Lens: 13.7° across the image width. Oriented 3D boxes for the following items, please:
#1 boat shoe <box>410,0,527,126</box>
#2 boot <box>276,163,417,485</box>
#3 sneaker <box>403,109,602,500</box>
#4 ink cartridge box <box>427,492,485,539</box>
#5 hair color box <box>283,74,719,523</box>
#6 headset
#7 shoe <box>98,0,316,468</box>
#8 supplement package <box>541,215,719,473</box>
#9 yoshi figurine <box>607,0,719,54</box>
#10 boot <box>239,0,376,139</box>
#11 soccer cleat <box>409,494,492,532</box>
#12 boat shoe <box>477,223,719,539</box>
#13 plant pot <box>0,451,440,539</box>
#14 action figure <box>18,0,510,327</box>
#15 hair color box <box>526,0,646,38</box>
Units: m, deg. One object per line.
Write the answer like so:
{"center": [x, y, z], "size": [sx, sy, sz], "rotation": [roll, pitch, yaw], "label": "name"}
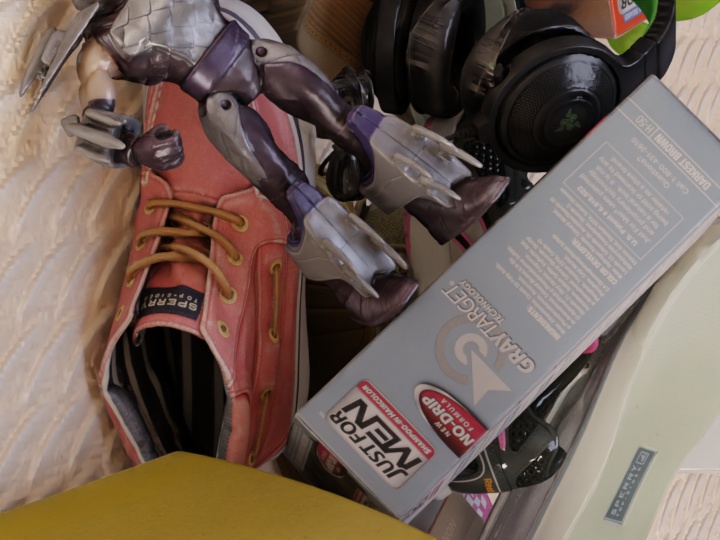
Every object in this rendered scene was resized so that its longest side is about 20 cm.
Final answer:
{"center": [0.045, -0.127, 1.464], "size": [0.199, 0.074, 0.066], "rotation": [60, 22, -57], "label": "boat shoe"}
{"center": [0.000, 0.000, 1.357], "size": [0.155, 0.072, 0.200], "rotation": [-66, 151, -45], "label": "boot"}
{"center": [0.066, 0.012, 1.313], "size": [0.080, 0.086, 0.200], "rotation": [57, 37, -62], "label": "sneaker"}
{"center": [0.047, 0.228, 1.344], "size": [0.176, 0.045, 0.200], "rotation": [47, 48, -19], "label": "ink cartridge box"}
{"center": [0.061, 0.019, 1.213], "size": [0.200, 0.061, 0.099], "rotation": [-44, 174, -12], "label": "hair color box"}
{"center": [0.051, -0.096, 1.277], "size": [0.200, 0.123, 0.094], "rotation": [-43, 144, -33], "label": "headset"}
{"center": [-0.062, -0.006, 1.208], "size": [0.091, 0.071, 0.200], "rotation": [-43, 133, -67], "label": "shoe"}
{"center": [0.113, 0.037, 1.469], "size": [0.200, 0.120, 0.122], "rotation": [129, -38, -86], "label": "supplement package"}
{"center": [0.161, -0.177, 1.648], "size": [0.113, 0.112, 0.200], "rotation": [64, 15, -11], "label": "yoshi figurine"}
{"center": [-0.038, -0.170, 1.301], "size": [0.200, 0.072, 0.167], "rotation": [56, 32, -56], "label": "boot"}
{"center": [0.024, 0.172, 1.402], "size": [0.086, 0.070, 0.200], "rotation": [3, 86, -67], "label": "soccer cleat"}
{"center": [0.108, 0.063, 1.331], "size": [0.070, 0.071, 0.201], "rotation": [25, 93, -43], "label": "boat shoe"}
{"center": [-0.042, 0.184, 1.062], "size": [0.200, 0.176, 0.200], "rotation": [-16, 103, -54], "label": "plant pot"}
{"center": [-0.043, -0.071, 1.159], "size": [0.130, 0.200, 0.069], "rotation": [-51, -172, -10], "label": "action figure"}
{"center": [0.084, -0.221, 1.508], "size": [0.064, 0.111, 0.200], "rotation": [-34, 120, -46], "label": "hair color box"}
